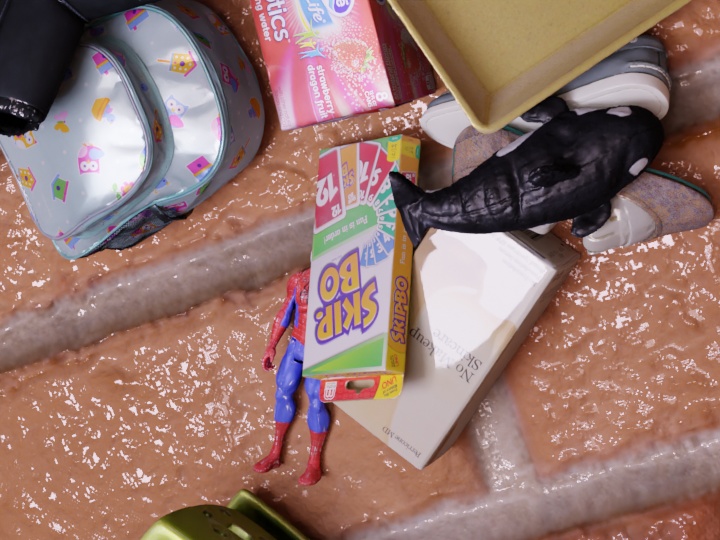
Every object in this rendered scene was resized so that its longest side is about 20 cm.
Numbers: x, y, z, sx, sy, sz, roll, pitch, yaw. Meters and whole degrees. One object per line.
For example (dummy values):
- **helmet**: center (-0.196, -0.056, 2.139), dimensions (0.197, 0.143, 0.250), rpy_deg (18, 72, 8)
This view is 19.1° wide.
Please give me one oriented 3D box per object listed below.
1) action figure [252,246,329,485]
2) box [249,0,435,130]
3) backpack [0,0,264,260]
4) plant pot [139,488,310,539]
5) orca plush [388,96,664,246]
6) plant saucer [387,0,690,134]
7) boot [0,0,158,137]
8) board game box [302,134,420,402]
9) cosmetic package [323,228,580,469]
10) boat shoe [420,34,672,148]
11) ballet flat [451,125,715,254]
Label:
- **action figure**: center (-0.043, 0.072, 1.720), dimensions (0.065, 0.052, 0.200), rpy_deg (15, 103, 22)
- **box**: center (-0.023, -0.216, 1.627), dimensions (0.100, 0.095, 0.200), rpy_deg (-11, 96, 24)
- **backpack**: center (-0.184, -0.119, 1.684), dimensions (0.200, 0.153, 0.176), rpy_deg (-27, 85, 17)
- **plant pot**: center (-0.099, 0.303, 1.713), dimensions (0.200, 0.181, 0.199), rpy_deg (39, 111, 11)
- **orca plush**: center (0.119, -0.076, 1.530), dimensions (0.200, 0.071, 0.105), rpy_deg (-5, 84, 7)
- **plant saucer**: center (0.114, -0.228, 1.565), dimensions (0.200, 0.048, 0.200), rpy_deg (-34, 86, -4)
- **boot**: center (-0.219, -0.179, 1.577), dimensions (0.198, 0.073, 0.163), rpy_deg (9, 67, 41)
- **board game box**: center (0.000, 0.000, 1.643), dimensions (0.095, 0.030, 0.200), rpy_deg (-7, 77, 47)
- **cosmetic package**: center (0.070, 0.043, 1.654), dimensions (0.105, 0.071, 0.200), rpy_deg (36, 111, 12)
- **boat shoe**: center (0.140, -0.134, 1.610), dimensions (0.200, 0.073, 0.062), rpy_deg (-8, 54, 29)
- **ballet flat**: center (0.160, -0.050, 1.589), dimensions (0.200, 0.067, 0.068), rpy_deg (17, 150, 10)
